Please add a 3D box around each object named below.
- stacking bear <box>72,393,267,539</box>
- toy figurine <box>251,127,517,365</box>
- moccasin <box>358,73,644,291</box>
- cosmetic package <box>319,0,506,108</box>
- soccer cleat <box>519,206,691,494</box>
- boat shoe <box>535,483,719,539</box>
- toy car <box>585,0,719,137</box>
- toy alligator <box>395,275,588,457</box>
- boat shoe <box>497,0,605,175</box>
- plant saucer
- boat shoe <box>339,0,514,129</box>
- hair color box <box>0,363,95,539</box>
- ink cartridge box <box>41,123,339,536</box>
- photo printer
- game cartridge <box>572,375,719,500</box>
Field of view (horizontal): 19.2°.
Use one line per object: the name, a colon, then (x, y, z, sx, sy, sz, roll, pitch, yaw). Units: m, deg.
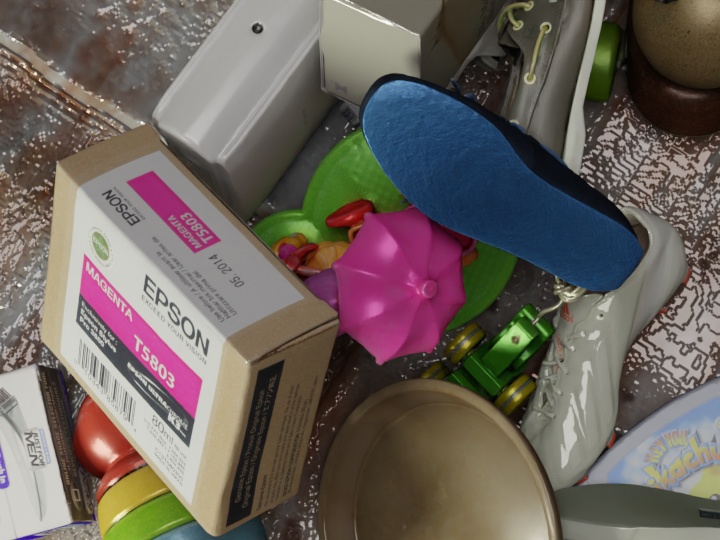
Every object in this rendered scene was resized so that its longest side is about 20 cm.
stacking bear: (-0.127, 0.159, 1.391, 0.114, 0.121, 0.201, -38, 65, 29)
toy figurine: (0.000, 0.000, 1.344, 0.199, 0.184, 0.151, -18, 101, 11)
moccasin: (0.078, -0.052, 1.281, 0.200, 0.068, 0.081, 37, 107, -19)
cosmetic package: (0.054, -0.197, 1.323, 0.073, 0.104, 0.201, 26, 63, 14)
soccer cleat: (0.147, 0.051, 1.387, 0.069, 0.077, 0.201, 21, 79, 43)
boat shoe: (0.206, 0.183, 1.339, 0.199, 0.070, 0.072, 6, 107, 8)
toy car: (0.223, -0.177, 1.355, 0.163, 0.200, 0.159, 11, 84, 6)
toy alligator: (0.093, 0.056, 1.384, 0.059, 0.054, 0.200, 46, 120, 8)
boat shoe: (0.115, -0.137, 1.344, 0.060, 0.072, 0.203, 8, 89, -7)
plant saucer: (0.053, 0.168, 1.363, 0.199, 0.029, 0.202, 4, 97, 41)
boat shoe: (0.073, -0.162, 1.435, 0.066, 0.072, 0.200, 42, 83, -4)
hair color box: (-0.289, 0.142, 1.426, 0.199, 0.065, 0.110, -16, 81, 8)
ink cartridge box: (-0.112, 0.036, 1.317, 0.075, 0.165, 0.200, -25, 55, -32)
photo printer: (-0.048, -0.140, 1.388, 0.069, 0.166, 0.201, 34, 80, 9)
game cartridge: (0.227, 0.151, 1.394, 0.199, 0.040, 0.134, -35, 77, 0)
